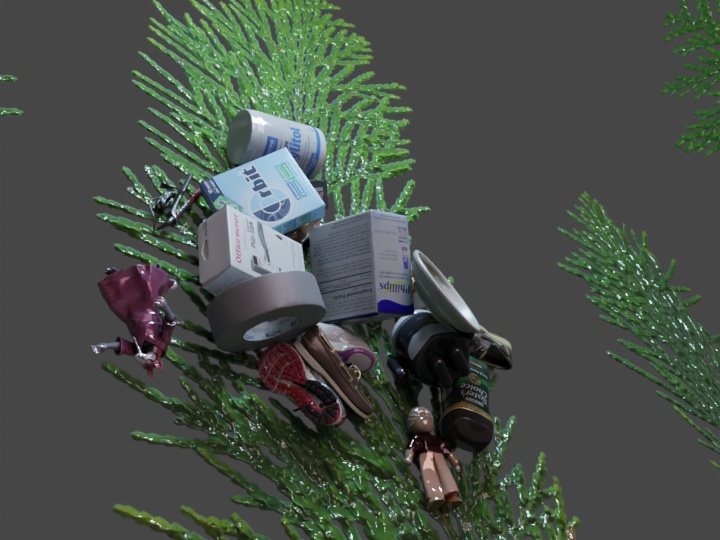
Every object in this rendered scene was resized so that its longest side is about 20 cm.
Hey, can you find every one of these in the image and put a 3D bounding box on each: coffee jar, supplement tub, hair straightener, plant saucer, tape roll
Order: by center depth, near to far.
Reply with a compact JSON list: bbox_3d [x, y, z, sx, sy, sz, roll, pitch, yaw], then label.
[{"bbox_3d":[-0.163,0.073,1.494,0.200,0.200,0.066,-1,64,-43],"label":"tape roll"},{"bbox_3d":[0.153,0.052,1.667,0.200,0.050,0.200,50,10,-11],"label":"plant saucer"},{"bbox_3d":[0.209,0.264,1.718,0.104,0.085,0.200,26,35,-15],"label":"coffee jar"},{"bbox_3d":[-0.377,-0.141,1.720,0.077,0.041,0.200,33,38,-6],"label":"hair straightener"},{"bbox_3d":[-0.191,-0.284,1.972,0.199,0.132,0.132,9,42,-35],"label":"supplement tub"}]

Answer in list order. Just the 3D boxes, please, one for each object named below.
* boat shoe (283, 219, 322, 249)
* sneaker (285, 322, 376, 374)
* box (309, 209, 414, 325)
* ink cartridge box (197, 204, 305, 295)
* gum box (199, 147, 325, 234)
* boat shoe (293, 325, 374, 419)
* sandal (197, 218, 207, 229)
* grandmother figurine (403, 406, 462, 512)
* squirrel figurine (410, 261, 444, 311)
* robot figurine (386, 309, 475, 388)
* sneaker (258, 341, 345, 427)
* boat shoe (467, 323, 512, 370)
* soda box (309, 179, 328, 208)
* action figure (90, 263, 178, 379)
[{"bbox_3d":[-0.127,-0.081,1.845,0.073,0.072,0.200,65,22,-3],"label":"boat shoe"},{"bbox_3d":[-0.069,0.138,1.647,0.199,0.075,0.100,24,17,-19],"label":"sneaker"},{"bbox_3d":[0.000,0.000,1.691,0.105,0.184,0.201,6,76,-43],"label":"box"},{"bbox_3d":[-0.198,-0.011,1.600,0.200,0.083,0.147,28,40,-42],"label":"ink cartridge box"},{"bbox_3d":[-0.198,-0.144,1.742,0.200,0.045,0.170,-25,64,-19],"label":"gum box"},{"bbox_3d":[-0.036,0.186,1.561,0.200,0.060,0.072,48,-6,-13],"label":"boat shoe"},{"bbox_3d":[-0.269,-0.010,1.638,0.075,0.048,0.201,21,36,-45],"label":"sandal"},{"bbox_3d":[0.131,0.341,1.581,0.121,0.061,0.200,21,39,-38],"label":"grandmother figurine"},{"bbox_3d":[0.055,0.024,1.854,0.186,0.142,0.200,8,28,-21],"label":"squirrel figurine"},{"bbox_3d":[0.141,0.157,1.715,0.150,0.125,0.200,7,16,-25],"label":"robot figurine"},{"bbox_3d":[-0.106,0.207,1.519,0.200,0.081,0.075,44,-4,28],"label":"sneaker"},{"bbox_3d":[0.260,0.167,1.895,0.200,0.072,0.066,23,31,-28],"label":"boat shoe"},{"bbox_3d":[-0.160,-0.161,1.887,0.200,0.063,0.071,-11,99,-49],"label":"soda box"},{"bbox_3d":[-0.363,0.091,1.422,0.149,0.134,0.201,67,3,-68],"label":"action figure"}]
